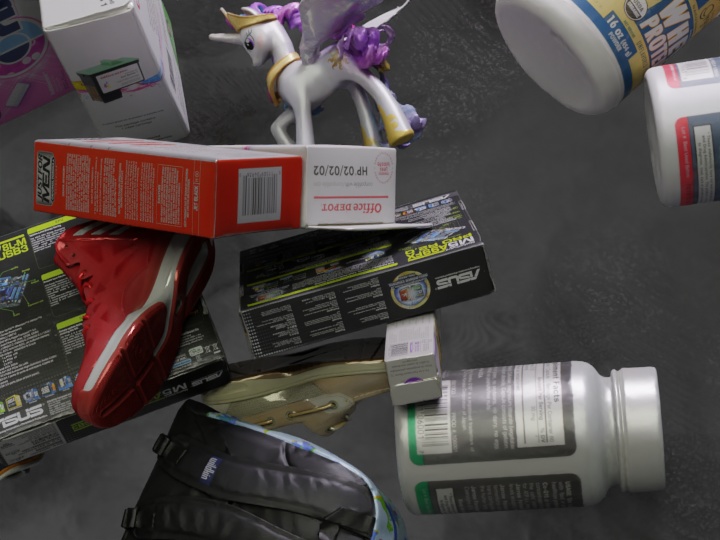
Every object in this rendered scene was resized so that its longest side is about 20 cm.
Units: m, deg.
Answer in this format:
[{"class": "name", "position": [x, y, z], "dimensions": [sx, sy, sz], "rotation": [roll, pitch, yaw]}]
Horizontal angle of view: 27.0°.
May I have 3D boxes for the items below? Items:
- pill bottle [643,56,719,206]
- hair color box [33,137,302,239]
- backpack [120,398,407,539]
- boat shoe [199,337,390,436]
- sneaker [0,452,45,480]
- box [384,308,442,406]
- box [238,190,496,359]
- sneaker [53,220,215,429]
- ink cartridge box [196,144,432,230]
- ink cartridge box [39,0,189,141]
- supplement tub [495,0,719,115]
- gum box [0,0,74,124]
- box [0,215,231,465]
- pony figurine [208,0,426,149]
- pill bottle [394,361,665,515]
[{"class": "pill bottle", "position": [0.343, -0.123, 1.250], "dimensions": [0.200, 0.120, 0.120], "rotation": [-7, 61, 8]}, {"class": "hair color box", "position": [-0.153, -0.068, 1.177], "dimensions": [0.200, 0.101, 0.061], "rotation": [10, 101, 38]}, {"class": "backpack", "position": [-0.062, 0.202, 1.160], "dimensions": [0.200, 0.154, 0.163], "rotation": [1, 60, 35]}, {"class": "boat shoe", "position": [-0.033, 0.101, 1.245], "dimensions": [0.200, 0.072, 0.065], "rotation": [-10, 102, 6]}, {"class": "sneaker", "position": [-0.300, 0.126, 1.279], "dimensions": [0.079, 0.078, 0.200], "rotation": [42, 55, -17]}, {"class": "box", "position": [0.044, 0.047, 1.198], "dimensions": [0.041, 0.039, 0.200], "rotation": [-9, 20, 5]}, {"class": "box", "position": [0.000, 0.000, 1.235], "dimensions": [0.200, 0.044, 0.160], "rotation": [-16, 19, 0]}, {"class": "sneaker", "position": [-0.202, 0.035, 1.183], "dimensions": [0.115, 0.078, 0.200], "rotation": [11, 46, 20]}, {"class": "ink cartridge box", "position": [-0.050, -0.069, 1.236], "dimensions": [0.200, 0.115, 0.068], "rotation": [4, 96, 39]}, {"class": "ink cartridge box", "position": [-0.227, -0.224, 1.374], "dimensions": [0.084, 0.200, 0.145], "rotation": [-14, 61, 2]}, {"class": "supplement tub", "position": [0.234, -0.249, 1.325], "dimensions": [0.200, 0.145, 0.145], "rotation": [-42, 62, -11]}, {"class": "gum box", "position": [-0.342, -0.224, 1.404], "dimensions": [0.113, 0.200, 0.066], "rotation": [-28, 59, -12]}, {"class": "box", "position": [-0.229, 0.040, 1.243], "dimensions": [0.200, 0.048, 0.193], "rotation": [-21, 56, -8]}, {"class": "pony figurine", "position": [-0.023, -0.187, 1.356], "dimensions": [0.193, 0.167, 0.200], "rotation": [-27, 76, 9]}, {"class": "pill bottle", "position": [0.131, 0.129, 1.163], "dimensions": [0.200, 0.113, 0.113], "rotation": [-4, 62, 9]}]
